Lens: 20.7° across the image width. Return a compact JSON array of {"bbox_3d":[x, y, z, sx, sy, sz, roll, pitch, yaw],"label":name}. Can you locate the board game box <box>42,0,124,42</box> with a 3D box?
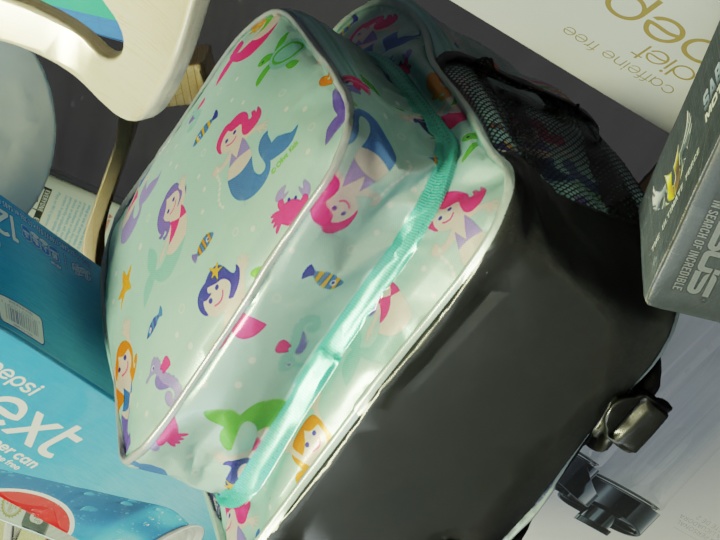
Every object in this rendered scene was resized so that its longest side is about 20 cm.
[{"bbox_3d":[-0.145,-0.151,0.646,0.199,0.045,0.152,16,154,2],"label":"board game box"}]

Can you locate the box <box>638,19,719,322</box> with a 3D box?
[{"bbox_3d":[0.179,-0.059,0.520,0.157,0.051,0.201,13,130,-5],"label":"box"}]

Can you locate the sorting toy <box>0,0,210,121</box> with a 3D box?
[{"bbox_3d":[-0.105,-0.127,0.532,0.199,0.107,0.181,15,129,6],"label":"sorting toy"}]

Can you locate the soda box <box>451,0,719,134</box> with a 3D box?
[{"bbox_3d":[0.105,-0.085,0.590,0.199,0.068,0.064,29,148,-21],"label":"soda box"}]

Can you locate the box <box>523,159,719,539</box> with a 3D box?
[{"bbox_3d":[0.122,0.038,0.718,0.116,0.060,0.200,30,119,-22],"label":"box"}]

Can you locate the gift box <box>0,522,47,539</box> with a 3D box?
[{"bbox_3d":[-0.149,0.200,1.155,0.183,0.188,0.200,13,152,10],"label":"gift box"}]

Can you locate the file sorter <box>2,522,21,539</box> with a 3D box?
[{"bbox_3d":[-0.114,0.091,0.996,0.199,0.125,0.139,19,154,-3],"label":"file sorter"}]

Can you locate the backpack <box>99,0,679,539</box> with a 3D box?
[{"bbox_3d":[0.000,0.000,0.667,0.150,0.200,0.178,29,111,-19],"label":"backpack"}]

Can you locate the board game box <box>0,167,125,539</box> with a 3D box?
[{"bbox_3d":[-0.095,0.052,0.875,0.199,0.148,0.064,23,179,-11],"label":"board game box"}]

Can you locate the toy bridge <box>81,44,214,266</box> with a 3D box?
[{"bbox_3d":[-0.076,0.009,0.799,0.067,0.027,0.201,-5,117,7],"label":"toy bridge"}]

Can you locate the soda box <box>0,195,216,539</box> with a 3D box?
[{"bbox_3d":[-0.099,0.051,0.724,0.068,0.064,0.200,-28,141,18],"label":"soda box"}]

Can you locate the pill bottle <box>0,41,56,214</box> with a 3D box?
[{"bbox_3d":[-0.210,-0.055,0.762,0.199,0.110,0.109,4,152,47],"label":"pill bottle"}]
